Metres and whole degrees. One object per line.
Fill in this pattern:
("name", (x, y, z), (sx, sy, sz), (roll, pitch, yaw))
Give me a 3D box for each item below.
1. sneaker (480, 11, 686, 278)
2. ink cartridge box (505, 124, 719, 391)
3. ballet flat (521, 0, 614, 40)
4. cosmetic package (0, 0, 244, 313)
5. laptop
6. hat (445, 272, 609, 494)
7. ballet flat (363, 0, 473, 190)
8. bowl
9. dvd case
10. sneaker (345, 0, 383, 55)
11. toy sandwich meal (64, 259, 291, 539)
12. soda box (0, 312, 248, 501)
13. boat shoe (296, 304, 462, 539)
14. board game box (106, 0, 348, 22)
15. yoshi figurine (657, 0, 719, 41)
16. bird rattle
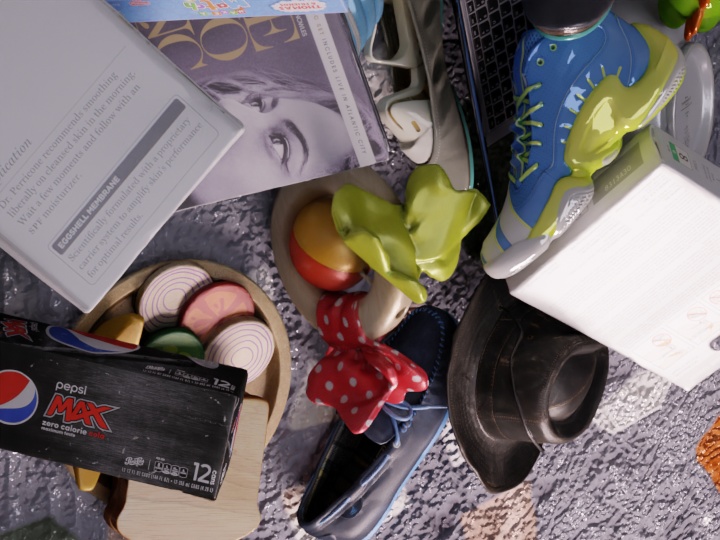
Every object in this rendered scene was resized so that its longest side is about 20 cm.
("sneaker", (0.124, -0.095, 0.831), (0.105, 0.076, 0.201), (40, 82, 0))
("ink cartridge box", (0.230, -0.003, 0.918), (0.198, 0.051, 0.161), (25, 130, -27))
("ballet flat", (0.151, -0.229, 0.833), (0.201, 0.072, 0.074), (-59, 135, -47))
("cosmetic package", (-0.188, -0.095, 0.645), (0.200, 0.199, 0.123), (43, 82, -15))
("laptop", (0.125, -0.159, 0.884), (0.199, 0.116, 0.189), (-32, 131, -20))
("hat", (0.147, 0.079, 0.972), (0.199, 0.080, 0.205), (0, 90, -55))
("ballet flat", (0.034, -0.140, 0.883), (0.063, 0.067, 0.204), (-17, 107, -25))
("bowl", (0.211, -0.125, 0.935), (0.200, 0.089, 0.205), (-15, 108, -55))
("dvd case", (-0.096, -0.113, 0.761), (0.197, 0.016, 0.150), (-12, 118, 17))
("sneaker", (-0.067, -0.202, 0.800), (0.200, 0.079, 0.132), (43, 66, -25))
("toy sandwich meal", (-0.122, 0.095, 0.854), (0.202, 0.070, 0.209), (-10, 110, -29))
("soda box", (-0.173, 0.078, 0.765), (0.196, 0.063, 0.072), (13, 100, -2))
("boat shoe", (0.017, 0.121, 0.941), (0.068, 0.084, 0.203), (20, 92, -46))
("board game box", (-0.076, -0.243, 0.697), (0.037, 0.148, 0.204), (43, 50, -71))
("yoshi figurine", (0.237, -0.243, 0.810), (0.112, 0.112, 0.201), (-39, 163, -16))
("bird rattle", (0.000, 0.000, 0.853), (0.112, 0.163, 0.202), (-24, 149, -34))
